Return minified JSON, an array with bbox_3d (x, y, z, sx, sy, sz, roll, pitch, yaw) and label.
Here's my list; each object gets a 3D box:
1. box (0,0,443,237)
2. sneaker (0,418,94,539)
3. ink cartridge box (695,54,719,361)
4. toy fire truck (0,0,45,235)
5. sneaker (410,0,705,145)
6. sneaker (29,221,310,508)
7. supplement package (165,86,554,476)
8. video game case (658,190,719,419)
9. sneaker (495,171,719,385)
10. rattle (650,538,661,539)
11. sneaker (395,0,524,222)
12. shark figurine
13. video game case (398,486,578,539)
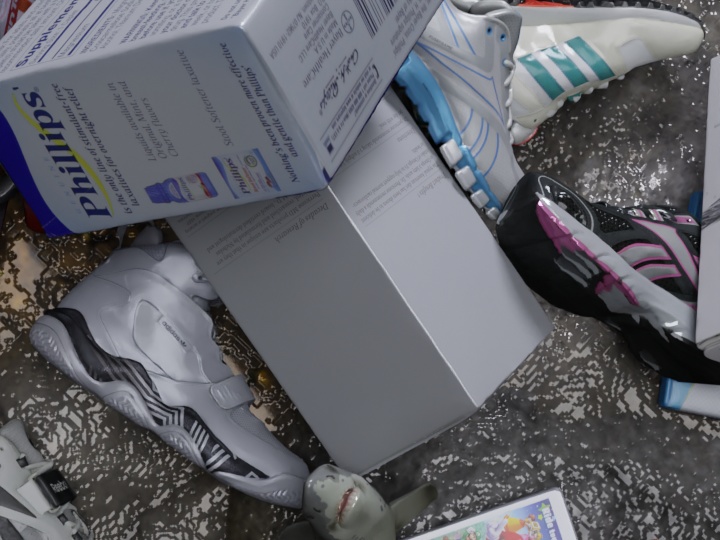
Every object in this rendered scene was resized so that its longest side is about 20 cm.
[{"bbox_3d":[-0.084,-0.124,1.059,0.105,0.199,0.184,61,39,-29],"label":"box"},{"bbox_3d":[-0.203,0.139,1.158,0.199,0.074,0.089,26,83,-4],"label":"sneaker"},{"bbox_3d":[0.290,-0.033,1.193,0.146,0.083,0.201,19,64,-27],"label":"ink cartridge box"},{"bbox_3d":[-0.220,-0.108,1.130,0.111,0.168,0.201,11,82,5],"label":"toy fire truck"},{"bbox_3d":[0.122,-0.130,1.245,0.198,0.070,0.094,-1,104,-12],"label":"sneaker"},{"bbox_3d":[-0.093,0.054,1.181,0.199,0.075,0.115,34,83,1],"label":"sneaker"},{"bbox_3d":[0.000,0.000,1.151,0.200,0.117,0.117,56,36,-3],"label":"supplement package"},{"bbox_3d":[0.302,0.037,1.264,0.199,0.018,0.144,11,83,-6],"label":"video game case"},{"bbox_3d":[0.167,-0.009,1.197,0.200,0.080,0.087,37,64,-32],"label":"sneaker"},{"bbox_3d":[0.226,0.269,1.169,0.130,0.143,0.201,-24,95,14],"label":"rattle"},{"bbox_3d":[0.070,-0.114,1.169,0.086,0.075,0.200,-32,114,5],"label":"sneaker"},{"bbox_3d":[-0.020,0.197,1.167,0.089,0.128,0.216,14,112,28],"label":"shark figurine"},{"bbox_3d":[0.053,0.234,1.203,0.199,0.018,0.144,-18,85,-6],"label":"video game case"}]
